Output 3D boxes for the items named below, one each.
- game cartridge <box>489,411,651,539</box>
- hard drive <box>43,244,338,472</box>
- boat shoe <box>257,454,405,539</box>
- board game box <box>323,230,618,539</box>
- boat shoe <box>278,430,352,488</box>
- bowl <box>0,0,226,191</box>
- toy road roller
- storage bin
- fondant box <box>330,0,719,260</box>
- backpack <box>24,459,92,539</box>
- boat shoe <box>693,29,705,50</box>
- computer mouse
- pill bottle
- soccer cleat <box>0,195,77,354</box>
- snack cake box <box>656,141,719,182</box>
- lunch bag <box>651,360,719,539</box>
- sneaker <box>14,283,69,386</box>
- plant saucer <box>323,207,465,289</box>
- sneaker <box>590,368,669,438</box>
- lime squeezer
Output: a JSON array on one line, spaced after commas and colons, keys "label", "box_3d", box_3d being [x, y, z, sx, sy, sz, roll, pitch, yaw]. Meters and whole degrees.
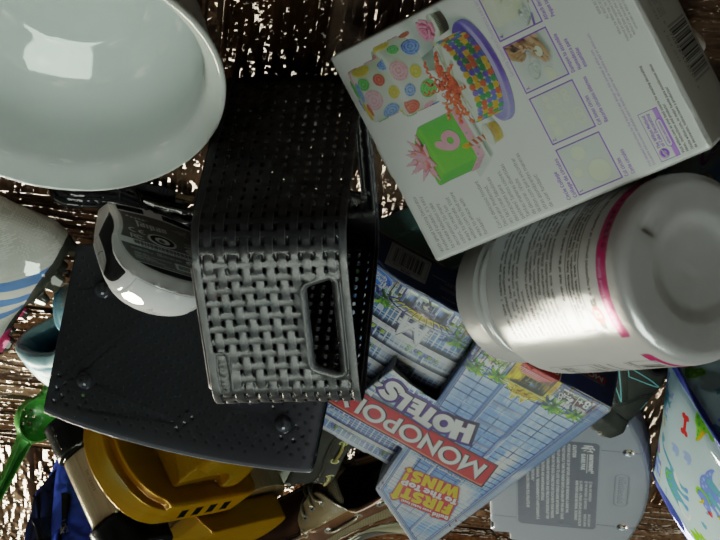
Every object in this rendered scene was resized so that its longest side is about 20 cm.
[{"label": "game cartridge", "box_3d": [0.172, 0.164, 1.522, 0.133, 0.040, 0.200, 8, 144, 10]}, {"label": "hard drive", "box_3d": [-0.111, 0.060, 1.282, 0.200, 0.135, 0.042, 11, 179, 15]}, {"label": "boat shoe", "box_3d": [-0.018, 0.191, 1.557, 0.200, 0.076, 0.072, -21, 134, 14]}, {"label": "board game box", "box_3d": [0.047, 0.100, 1.319, 0.200, 0.062, 0.200, 28, 125, -5]}, {"label": "boat shoe", "box_3d": [-0.023, 0.110, 1.451, 0.061, 0.072, 0.201, 7, 147, -18]}, {"label": "bowl", "box_3d": [-0.177, -0.145, 1.113, 0.201, 0.090, 0.201, 2, 143, 1]}, {"label": "toy road roller", "box_3d": [-0.122, 0.135, 1.390, 0.146, 0.123, 0.200, -39, 159, 34]}, {"label": "storage bin", "box_3d": [-0.043, -0.023, 1.156, 0.094, 0.200, 0.135, -1, 125, 6]}, {"label": "fondant box", "box_3d": [0.101, -0.108, 1.104, 0.200, 0.058, 0.144, -23, 99, 33]}, {"label": "backpack", "box_3d": [-0.198, 0.248, 1.531, 0.162, 0.200, 0.168, 16, 141, -15]}, {"label": "boat shoe", "box_3d": [0.143, -0.090, 1.177, 0.069, 0.071, 0.200, 23, 137, -21]}, {"label": "computer mouse", "box_3d": [-0.144, -0.013, 1.208, 0.110, 0.200, 0.044, 19, 107, -19]}, {"label": "pill bottle", "box_3d": [0.149, 0.006, 1.154, 0.113, 0.113, 0.200, 23, 165, -24]}, {"label": "soccer cleat", "box_3d": [-0.278, 0.013, 1.354, 0.086, 0.070, 0.200, 34, 133, -12]}, {"label": "snack cake box", "box_3d": [0.252, -0.055, 1.180, 0.067, 0.115, 0.200, 13, 141, -14]}, {"label": "lunch bag", "box_3d": [0.313, 0.167, 1.385, 0.127, 0.200, 0.170, -17, 142, -8]}, {"label": "sneaker", "box_3d": [-0.182, 0.036, 1.362, 0.082, 0.074, 0.200, 34, 128, -28]}, {"label": "plant saucer", "box_3d": [0.000, 0.000, 1.348, 0.200, 0.019, 0.070, -21, 136, 29]}, {"label": "sneaker", "box_3d": [0.158, 0.043, 1.365, 0.079, 0.075, 0.200, -38, 129, 12]}, {"label": "lime squeezer", "box_3d": [-0.240, 0.111, 1.472, 0.200, 0.071, 0.038, -42, 111, 7]}]
